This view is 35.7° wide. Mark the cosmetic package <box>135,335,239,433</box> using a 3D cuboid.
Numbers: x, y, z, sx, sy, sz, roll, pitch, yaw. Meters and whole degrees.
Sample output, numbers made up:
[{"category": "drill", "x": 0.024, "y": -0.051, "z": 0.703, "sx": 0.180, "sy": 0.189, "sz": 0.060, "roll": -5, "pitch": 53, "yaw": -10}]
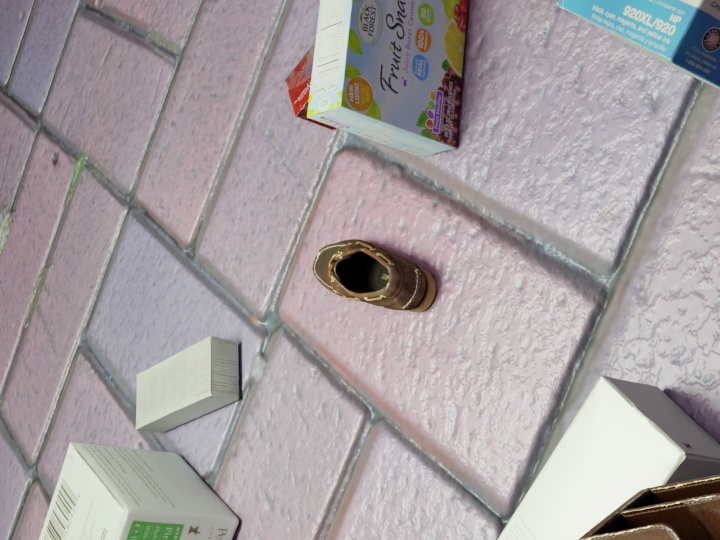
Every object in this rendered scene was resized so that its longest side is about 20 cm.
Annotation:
[{"category": "cosmetic package", "x": -0.239, "y": 0.160, "z": 1.532, "sx": 0.199, "sy": 0.050, "sz": 0.083, "roll": -26, "pitch": 57, "yaw": 45}]

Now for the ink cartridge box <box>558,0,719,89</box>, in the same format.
[{"category": "ink cartridge box", "x": 0.296, "y": -0.264, "z": 0.914, "sx": 0.145, "sy": 0.146, "sz": 0.202, "roll": 44, "pitch": 113, "yaw": 48}]

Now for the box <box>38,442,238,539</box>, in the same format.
[{"category": "box", "x": -0.297, "y": 0.358, "z": 1.444, "sx": 0.199, "sy": 0.170, "sz": 0.201, "roll": 29, "pitch": 102, "yaw": 51}]

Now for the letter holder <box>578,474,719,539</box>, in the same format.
[{"category": "letter holder", "x": 0.264, "y": 0.251, "z": 0.770, "sx": 0.141, "sy": 0.100, "sz": 0.202, "roll": -24, "pitch": 86, "yaw": 43}]

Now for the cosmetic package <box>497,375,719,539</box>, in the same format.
[{"category": "cosmetic package", "x": 0.205, "y": 0.201, "z": 0.931, "sx": 0.201, "sy": 0.084, "sz": 0.108, "roll": -60, "pitch": 41, "yaw": 18}]

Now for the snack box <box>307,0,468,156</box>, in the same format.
[{"category": "snack box", "x": 0.034, "y": -0.244, "z": 1.221, "sx": 0.067, "sy": 0.167, "sz": 0.202, "roll": -9, "pitch": 71, "yaw": 51}]

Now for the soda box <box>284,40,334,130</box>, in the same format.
[{"category": "soda box", "x": -0.009, "y": -0.269, "z": 1.369, "sx": 0.200, "sy": 0.063, "sz": 0.070, "roll": -47, "pitch": 45, "yaw": 33}]

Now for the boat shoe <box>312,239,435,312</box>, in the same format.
[{"category": "boat shoe", "x": 0.000, "y": 0.000, "z": 1.268, "sx": 0.199, "sy": 0.070, "sz": 0.071, "roll": 11, "pitch": 88, "yaw": 54}]
